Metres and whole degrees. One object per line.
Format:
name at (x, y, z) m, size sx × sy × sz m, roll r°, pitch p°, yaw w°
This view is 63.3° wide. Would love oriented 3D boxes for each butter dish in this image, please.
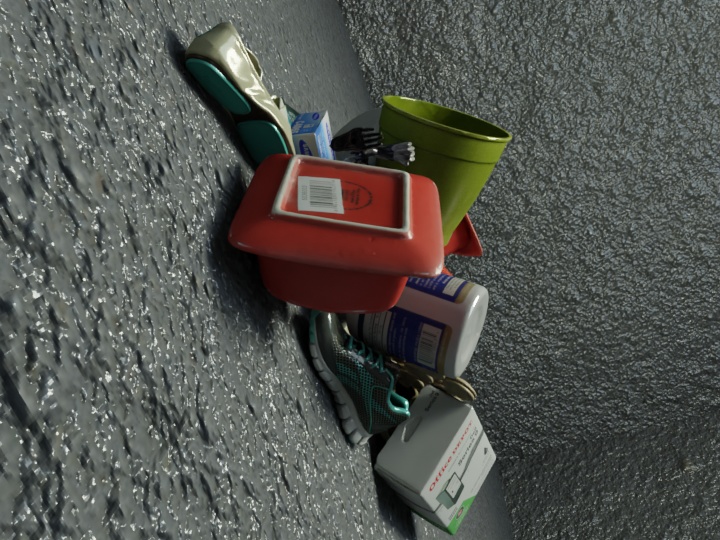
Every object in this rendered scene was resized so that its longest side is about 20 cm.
butter dish at (0.100, -0.091, 1.092) m, size 0.200 × 0.148 × 0.200 m, roll 64°, pitch -17°, yaw -17°
butter dish at (-0.025, -0.020, 0.617) m, size 0.200 × 0.199 × 0.148 m, roll -84°, pitch -176°, yaw -54°

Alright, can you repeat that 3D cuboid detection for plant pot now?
plant pot at (0.102, -0.145, 0.902) m, size 0.200 × 0.200 × 0.193 m, roll -84°, pitch -170°, yaw -66°

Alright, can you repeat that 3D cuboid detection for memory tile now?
memory tile at (0.084, 0.154, 0.876) m, size 0.153 × 0.017 × 0.200 m, roll 36°, pitch -21°, yaw 2°

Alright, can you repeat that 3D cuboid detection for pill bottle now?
pill bottle at (0.049, 0.047, 0.743) m, size 0.120 × 0.200 × 0.120 m, roll -49°, pitch 150°, yaw -42°

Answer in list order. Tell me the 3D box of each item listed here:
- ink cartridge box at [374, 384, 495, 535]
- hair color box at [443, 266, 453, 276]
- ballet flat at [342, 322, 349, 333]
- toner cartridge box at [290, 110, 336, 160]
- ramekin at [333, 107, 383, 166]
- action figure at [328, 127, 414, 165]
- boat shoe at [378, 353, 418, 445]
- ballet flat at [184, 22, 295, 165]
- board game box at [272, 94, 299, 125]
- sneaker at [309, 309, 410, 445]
ink cartridge box at (0.118, 0.285, 0.869) m, size 0.146 × 0.084 × 0.200 m, roll -54°, pitch 142°, yaw -20°
hair color box at (0.081, 0.011, 0.944) m, size 0.061 × 0.102 × 0.200 m, roll 33°, pitch 14°, yaw -32°
ballet flat at (0.019, 0.077, 0.910) m, size 0.200 × 0.075 × 0.068 m, roll -1°, pitch 80°, yaw -79°
toner cartridge box at (-0.054, -0.105, 0.801) m, size 0.095 × 0.043 × 0.200 m, roll -79°, pitch 162°, yaw -57°
ramekin at (0.019, -0.198, 1.049) m, size 0.098 × 0.200 × 0.201 m, roll 44°, pitch 26°, yaw -35°
action figure at (0.016, -0.122, 0.787) m, size 0.200 × 0.102 × 0.119 m, roll 6°, pitch 94°, yaw -80°
boat shoe at (0.053, 0.203, 0.883) m, size 0.075 × 0.075 × 0.202 m, roll -94°, pitch 163°, yaw -52°
ballet flat at (-0.117, -0.187, 0.649) m, size 0.200 × 0.069 × 0.070 m, roll 57°, pitch 18°, yaw -56°
board game box at (-0.092, -0.180, 0.897) m, size 0.200 × 0.028 × 0.135 m, roll -22°, pitch 94°, yaw -79°
sneaker at (0.002, 0.118, 0.714) m, size 0.078 × 0.091 × 0.200 m, roll -89°, pitch 158°, yaw -63°
